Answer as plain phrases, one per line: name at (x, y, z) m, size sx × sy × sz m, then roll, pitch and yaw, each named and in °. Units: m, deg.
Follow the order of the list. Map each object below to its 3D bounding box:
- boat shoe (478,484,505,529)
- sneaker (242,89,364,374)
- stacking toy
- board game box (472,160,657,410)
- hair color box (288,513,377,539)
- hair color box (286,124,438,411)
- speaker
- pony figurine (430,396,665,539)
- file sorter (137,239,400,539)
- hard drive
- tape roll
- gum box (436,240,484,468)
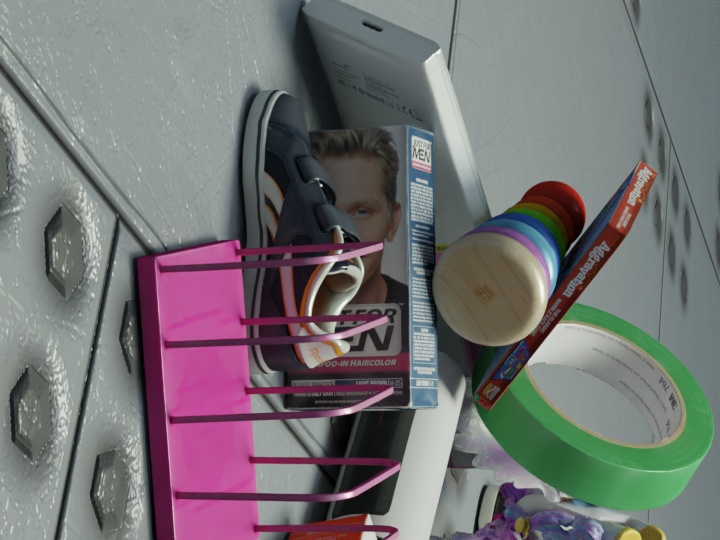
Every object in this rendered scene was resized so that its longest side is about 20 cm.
boat shoe at (0.136, 0.288, 1.959) m, size 0.074 × 0.060 × 0.201 m, roll 69°, pitch 26°, yaw -45°
sneaker at (-0.037, -0.028, 1.460) m, size 0.078 × 0.079 × 0.202 m, roll 34°, pitch 55°, yaw -66°
stacking toy at (0.121, -0.019, 1.584) m, size 0.200 × 0.085 × 0.086 m, roll -48°, pitch 133°, yaw -61°
board game box at (0.155, 0.013, 1.616) m, size 0.200 × 0.019 × 0.103 m, roll -55°, pitch -179°, yaw 36°
hair color box at (-0.020, 0.264, 1.438) m, size 0.200 × 0.063 × 0.112 m, roll -73°, pitch 150°, yaw -68°
hair color box at (0.000, 0.000, 1.528) m, size 0.060 × 0.099 × 0.202 m, roll 11°, pitch 77°, yaw -67°
speaker at (0.026, 0.151, 1.617) m, size 0.201 × 0.081 × 0.082 m, roll -72°, pitch 153°, yaw -45°
pony figurine at (0.147, 0.206, 1.743) m, size 0.192 × 0.200 × 0.168 m, roll 15°, pitch 99°, yaw -35°
file sorter at (-0.050, 0.084, 1.332) m, size 0.139 × 0.125 × 0.202 m, roll -16°, pitch 103°, yaw -71°
hard drive at (0.032, -0.107, 1.603) m, size 0.026 × 0.132 × 0.201 m, roll -42°, pitch 137°, yaw -22°
tape roll at (0.190, 0.108, 1.734) m, size 0.048 × 0.199 × 0.201 m, roll -64°, pitch 179°, yaw 35°
gum box at (0.084, 0.067, 1.820) m, size 0.114 × 0.066 × 0.201 m, roll -68°, pitch 150°, yaw -47°
